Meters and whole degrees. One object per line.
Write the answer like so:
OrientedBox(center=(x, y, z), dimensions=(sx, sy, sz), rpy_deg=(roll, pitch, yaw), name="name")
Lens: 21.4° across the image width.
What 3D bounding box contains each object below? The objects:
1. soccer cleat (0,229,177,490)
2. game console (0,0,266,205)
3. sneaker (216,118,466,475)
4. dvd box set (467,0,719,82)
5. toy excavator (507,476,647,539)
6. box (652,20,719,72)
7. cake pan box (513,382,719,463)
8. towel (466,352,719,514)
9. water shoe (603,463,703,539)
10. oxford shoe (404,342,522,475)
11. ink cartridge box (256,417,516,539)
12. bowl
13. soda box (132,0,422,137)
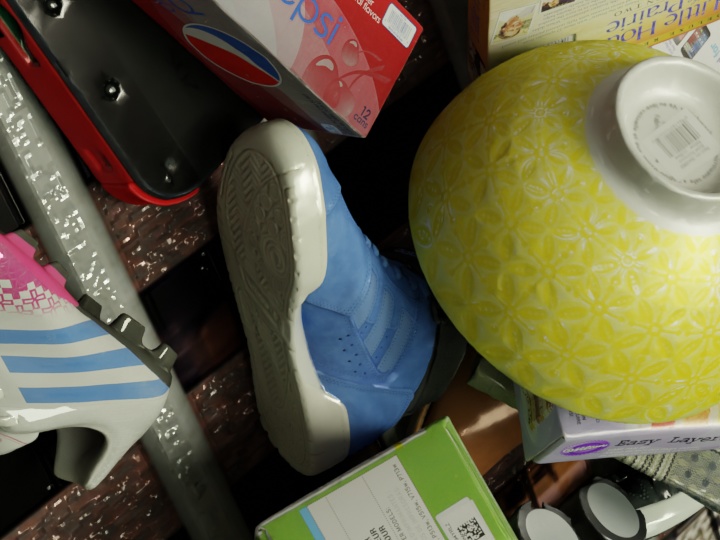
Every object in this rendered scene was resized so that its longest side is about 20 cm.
OrientedBox(center=(-0.161, 0.029, 0.825), dimensions=(0.200, 0.070, 0.086), rpy_deg=(41, 75, -40), name="soccer cleat")
OrientedBox(center=(-0.090, -0.147, 0.865), dimensions=(0.177, 0.031, 0.200), rpy_deg=(-50, 129, -23), name="game console")
OrientedBox(center=(-0.001, 0.000, 0.937), dimensions=(0.111, 0.077, 0.200), rpy_deg=(-27, 127, -26), name="sneaker")
OrientedBox(center=(0.123, -0.163, 0.928), dimensions=(0.146, 0.029, 0.200), rpy_deg=(-21, 157, -6), name="dvd box set")
OrientedBox(center=(0.116, 0.229, 1.001), dimensions=(0.194, 0.200, 0.100), rpy_deg=(-13, 150, -51), name="toy excavator")
OrientedBox(center=(0.215, -0.159, 1.107), dimensions=(0.200, 0.041, 0.119), rpy_deg=(-50, 128, -15), name="box")
OrientedBox(center=(0.162, -0.004, 1.002), dimensions=(0.184, 0.052, 0.200), rpy_deg=(0, 68, -19), name="cake pan box")
OrientedBox(center=(0.172, 0.028, 1.039), dimensions=(0.200, 0.035, 0.193), rpy_deg=(29, 63, -5), name="towel")
OrientedBox(center=(0.193, 0.099, 1.159), dimensions=(0.200, 0.071, 0.079), rpy_deg=(-29, 92, -29), name="water shoe")
OrientedBox(center=(0.100, 0.056, 1.053), dimensions=(0.200, 0.071, 0.071), rpy_deg=(-46, 129, -19), name="oxford shoe")
OrientedBox(center=(-0.032, 0.156, 0.913), dimensions=(0.200, 0.148, 0.076), rpy_deg=(-29, 84, -8), name="ink cartridge box")
OrientedBox(center=(0.134, -0.039, 0.905), dimensions=(0.200, 0.108, 0.200), rpy_deg=(11, 57, -17), name="bowl")
OrientedBox(center=(-0.063, -0.138, 0.823), dimensions=(0.200, 0.070, 0.063), rpy_deg=(41, 71, -41), name="soda box")
